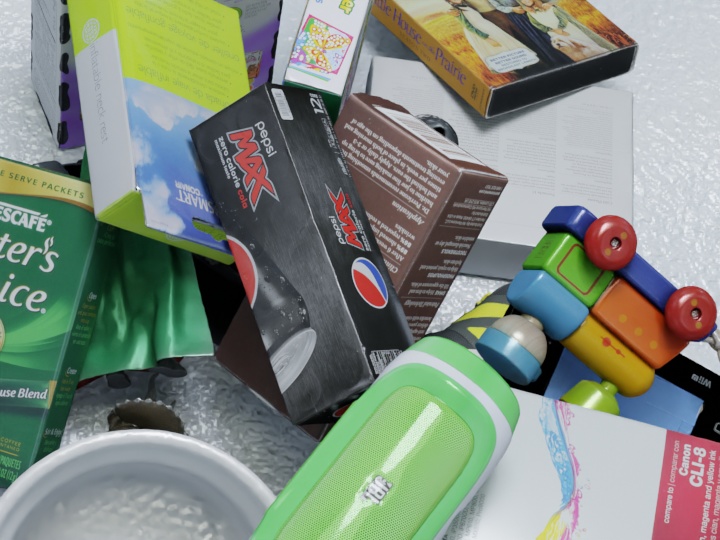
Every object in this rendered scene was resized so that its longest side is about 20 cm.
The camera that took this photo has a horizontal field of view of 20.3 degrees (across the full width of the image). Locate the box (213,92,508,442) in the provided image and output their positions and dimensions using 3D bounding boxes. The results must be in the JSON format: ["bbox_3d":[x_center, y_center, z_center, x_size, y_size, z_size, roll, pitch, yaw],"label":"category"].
[{"bbox_3d":[0.000,0.000,1.288,0.100,0.201,0.075,36,15,27],"label":"box"}]

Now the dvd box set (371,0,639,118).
[{"bbox_3d":[0.093,-0.197,1.514,0.146,0.030,0.200,-18,48,-30],"label":"dvd box set"}]

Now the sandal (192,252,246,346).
[{"bbox_3d":[-0.111,-0.030,1.370,0.076,0.043,0.201,-28,83,-45],"label":"sandal"}]

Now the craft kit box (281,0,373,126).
[{"bbox_3d":[-0.025,-0.141,1.397,0.048,0.200,0.199,13,57,-2],"label":"craft kit box"}]

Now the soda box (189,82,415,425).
[{"bbox_3d":[-0.033,-0.010,1.229,0.063,0.071,0.201,3,62,-57],"label":"soda box"}]

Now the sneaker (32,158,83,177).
[{"bbox_3d":[-0.199,-0.035,1.375,0.199,0.080,0.079,-30,65,-26],"label":"sneaker"}]

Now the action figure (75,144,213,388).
[{"bbox_3d":[-0.149,-0.026,1.320,0.117,0.055,0.202,-10,70,16],"label":"action figure"}]

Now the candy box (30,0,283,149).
[{"bbox_3d":[-0.142,-0.189,1.408,0.167,0.200,0.072,-16,61,-19],"label":"candy box"}]

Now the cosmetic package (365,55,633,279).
[{"bbox_3d":[0.097,-0.070,1.459,0.198,0.052,0.152,8,55,-3],"label":"cosmetic package"}]

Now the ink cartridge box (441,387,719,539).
[{"bbox_3d":[0.109,0.174,1.246,0.199,0.146,0.145,15,57,0],"label":"ink cartridge box"}]

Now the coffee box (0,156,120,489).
[{"bbox_3d":[-0.232,0.029,1.277,0.122,0.044,0.201,17,89,15],"label":"coffee box"}]

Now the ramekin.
[{"bbox_3d":[-0.133,0.193,1.184,0.199,0.098,0.202,0,88,-9],"label":"ramekin"}]

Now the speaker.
[{"bbox_3d":[0.004,0.134,1.126,0.088,0.089,0.200,34,69,14],"label":"speaker"}]

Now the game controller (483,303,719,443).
[{"bbox_3d":[0.168,0.090,1.324,0.199,0.042,0.105,28,88,-18],"label":"game controller"}]

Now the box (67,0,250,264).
[{"bbox_3d":[-0.120,-0.093,1.283,0.122,0.048,0.201,19,52,-45],"label":"box"}]

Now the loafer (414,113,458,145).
[{"bbox_3d":[0.010,-0.013,1.357,0.068,0.070,0.202,25,87,-4],"label":"loafer"}]

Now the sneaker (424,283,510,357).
[{"bbox_3d":[0.088,0.057,1.374,0.198,0.075,0.085,-10,40,-14],"label":"sneaker"}]

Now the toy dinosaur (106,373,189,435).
[{"bbox_3d":[-0.131,0.154,1.265,0.102,0.077,0.201,-27,61,-10],"label":"toy dinosaur"}]

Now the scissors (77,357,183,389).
[{"bbox_3d":[-0.205,0.071,1.346,0.199,0.014,0.073,-30,69,-23],"label":"scissors"}]

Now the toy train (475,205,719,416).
[{"bbox_3d":[0.174,0.060,1.275,0.200,0.085,0.116,40,81,-13],"label":"toy train"}]
